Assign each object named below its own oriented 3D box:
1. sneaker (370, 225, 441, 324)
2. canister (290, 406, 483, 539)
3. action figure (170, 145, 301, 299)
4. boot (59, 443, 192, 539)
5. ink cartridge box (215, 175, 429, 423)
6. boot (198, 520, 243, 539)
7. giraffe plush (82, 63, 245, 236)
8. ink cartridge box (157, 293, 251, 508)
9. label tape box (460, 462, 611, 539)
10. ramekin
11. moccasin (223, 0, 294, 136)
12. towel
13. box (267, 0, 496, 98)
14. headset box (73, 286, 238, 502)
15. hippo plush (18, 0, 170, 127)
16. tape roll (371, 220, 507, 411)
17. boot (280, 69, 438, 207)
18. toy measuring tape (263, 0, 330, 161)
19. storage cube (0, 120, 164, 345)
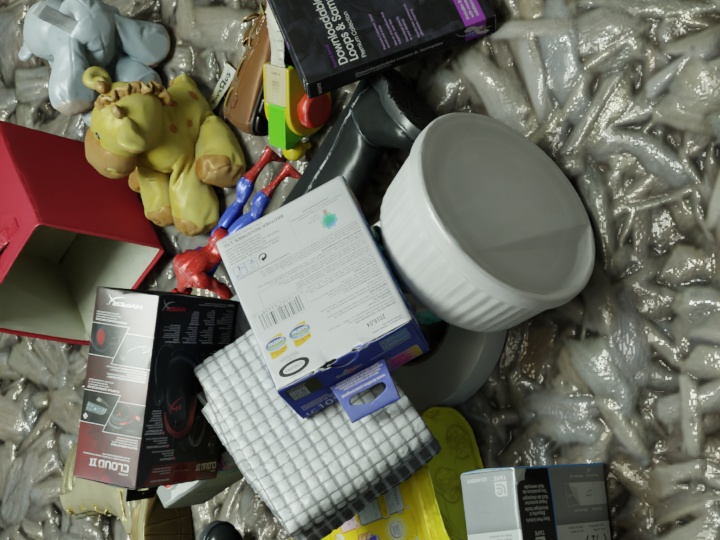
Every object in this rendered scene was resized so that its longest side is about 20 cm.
[{"bbox_3d":[0.000,0.000,1.482,0.200,0.078,0.091,5,85,32],"label":"sneaker"},{"bbox_3d":[0.024,0.235,1.472,0.200,0.086,0.149,-28,68,37],"label":"canister"},{"bbox_3d":[-0.131,-0.030,1.652,0.200,0.099,0.065,-49,52,0],"label":"action figure"},{"bbox_3d":[-0.275,0.278,1.730,0.155,0.073,0.201,-22,70,36],"label":"boot"},{"bbox_3d":[-0.030,0.036,1.341,0.136,0.076,0.200,-28,59,4],"label":"ink cartridge box"},{"bbox_3d":[-0.085,0.354,1.564,0.200,0.066,0.165,2,96,44],"label":"boot"},{"bbox_3d":[-0.235,-0.149,1.677,0.172,0.162,0.201,22,101,40],"label":"giraffe plush"},{"bbox_3d":[-0.140,0.132,1.534,0.200,0.083,0.146,-36,74,19],"label":"ink cartridge box"},{"bbox_3d":[0.163,0.271,1.311,0.066,0.143,0.201,-16,75,39],"label":"label tape box"},{"bbox_3d":[0.108,-0.035,1.361,0.094,0.202,0.203,-45,59,41],"label":"ramekin"},{"bbox_3d":[-0.098,-0.249,1.637,0.078,0.074,0.202,33,117,29],"label":"moccasin"},{"bbox_3d":[-0.044,0.135,1.389,0.165,0.086,0.200,-35,60,-3],"label":"towel"},{"bbox_3d":[0.015,-0.266,1.484,0.200,0.036,0.143,-22,68,-4],"label":"box"},{"bbox_3d":[-0.194,0.120,1.431,0.075,0.149,0.201,7,91,25],"label":"headset box"},{"bbox_3d":[-0.345,-0.257,1.778,0.161,0.200,0.160,11,71,48],"label":"hippo plush"},{"bbox_3d":[0.056,0.041,1.494,0.202,0.037,0.203,-5,83,41],"label":"tape roll"},{"bbox_3d":[-0.006,-0.093,1.509,0.200,0.066,0.165,-55,25,18],"label":"boot"},{"bbox_3d":[-0.066,-0.213,1.583,0.073,0.073,0.201,21,121,40],"label":"toy measuring tape"},{"bbox_3d":[-0.369,-0.041,1.766,0.171,0.200,0.180,-50,50,26],"label":"storage cube"}]
